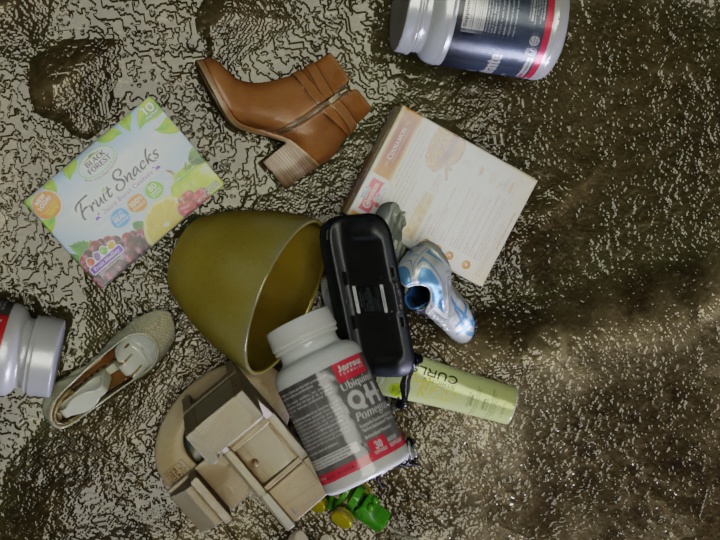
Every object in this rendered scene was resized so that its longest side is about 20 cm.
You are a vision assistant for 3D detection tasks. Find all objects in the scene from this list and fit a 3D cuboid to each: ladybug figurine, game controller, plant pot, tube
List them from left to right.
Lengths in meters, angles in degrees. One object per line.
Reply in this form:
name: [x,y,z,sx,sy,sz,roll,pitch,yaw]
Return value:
ladybug figurine: [-0.176,0.196,1.429,0.200,0.072,0.136,-42,101,-5]
plant pot: [-0.148,0.008,1.375,0.142,0.200,0.201,22,91,15]
game controller: [0.008,0.032,1.355,0.104,0.042,0.201,-5,101,33]
tube: [0.104,0.152,1.485,0.199,0.052,0.058,17,63,-4]

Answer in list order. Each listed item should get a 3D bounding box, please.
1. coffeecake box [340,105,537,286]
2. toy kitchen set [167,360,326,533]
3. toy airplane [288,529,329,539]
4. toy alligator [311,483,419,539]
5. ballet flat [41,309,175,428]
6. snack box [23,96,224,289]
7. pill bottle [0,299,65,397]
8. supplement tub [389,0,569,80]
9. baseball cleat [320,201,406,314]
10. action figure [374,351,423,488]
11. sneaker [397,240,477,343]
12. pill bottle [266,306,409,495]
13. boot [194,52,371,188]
coffeecake box: [0.098,-0.096,1.450,0.199,0.073,0.154,28,91,-10]
toy kitchen set: [-0.144,0.244,1.311,0.163,0.180,0.200,-40,101,-4]
toy airplane: [-0.025,0.441,1.439,0.199,0.141,0.201,20,68,-36]
toy alligator: [-0.003,0.295,1.446,0.199,0.054,0.059,28,49,12]
ballet flat: [-0.305,0.128,1.406,0.200,0.062,0.068,-40,114,-4]
snack box: [-0.288,-0.096,1.398,0.200,0.053,0.142,-41,98,-4]
pill bottle: [-0.461,0.086,1.353,0.199,0.114,0.114,12,92,-10]
supplement tub: [0.146,-0.318,1.408,0.199,0.140,0.141,7,93,-9]
baseball cleat: [0.000,0.000,1.409,0.106,0.070,0.201,16,121,19]
action figure: [0.022,0.198,1.439,0.118,0.102,0.201,9,105,9]
sneaker: [0.092,0.037,1.424,0.072,0.072,0.200,-40,141,-7]
pill bottle: [-0.032,0.149,1.320,0.110,0.111,0.201,-25,85,-7]
boot: [-0.094,-0.220,1.406,0.155,0.077,0.200,-42,102,-2]
